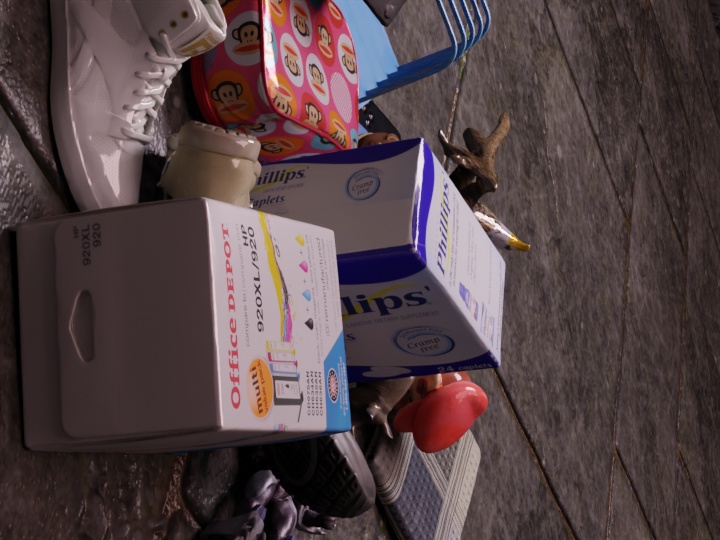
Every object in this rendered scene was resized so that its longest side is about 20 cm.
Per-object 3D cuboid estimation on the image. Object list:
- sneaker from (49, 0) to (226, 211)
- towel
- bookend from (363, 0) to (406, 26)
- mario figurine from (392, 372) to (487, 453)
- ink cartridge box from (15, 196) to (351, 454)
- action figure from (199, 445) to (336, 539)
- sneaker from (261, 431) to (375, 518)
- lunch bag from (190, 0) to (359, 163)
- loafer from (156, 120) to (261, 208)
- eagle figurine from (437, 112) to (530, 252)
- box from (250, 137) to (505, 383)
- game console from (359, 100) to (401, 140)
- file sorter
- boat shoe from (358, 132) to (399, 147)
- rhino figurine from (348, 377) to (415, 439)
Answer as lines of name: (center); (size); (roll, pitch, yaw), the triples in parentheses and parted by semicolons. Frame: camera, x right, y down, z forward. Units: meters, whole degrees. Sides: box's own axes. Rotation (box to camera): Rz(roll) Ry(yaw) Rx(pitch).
sneaker: (-0.146, -0.134, 1.201); (0.074, 0.114, 0.202); (4, 80, -70)
towel: (0.058, 0.184, 1.719); (0.194, 0.034, 0.201); (64, 29, -31)
bookend: (-0.009, -0.333, 1.505); (0.199, 0.199, 0.092); (-55, 137, -10)
mario figurine: (0.050, 0.074, 1.645); (0.122, 0.106, 0.202); (10, 61, -26)
ink cartridge box: (-0.113, 0.042, 1.171); (0.200, 0.143, 0.149); (12, 71, -66)
action figure: (-0.065, 0.171, 1.352); (0.131, 0.069, 0.201); (55, 27, -26)
sneaker: (-0.043, 0.089, 1.310); (0.090, 0.076, 0.201); (-21, 73, -48)
lunch bag: (-0.066, -0.182, 1.462); (0.200, 0.081, 0.178); (32, 52, -62)
loafer: (-0.112, -0.060, 1.268); (0.200, 0.075, 0.069); (127, -20, -84)
eagle figurine: (0.096, -0.037, 1.773); (0.151, 0.151, 0.201); (-19, 144, -38)
box: (0.000, 0.000, 1.424); (0.200, 0.182, 0.106); (51, 38, -51)
game console: (0.010, -0.065, 1.680); (0.177, 0.031, 0.202); (34, 52, -62)
file sorter: (0.035, -0.245, 1.639); (0.200, 0.122, 0.140); (-50, 120, -70)
boat shoe: (0.020, -0.077, 1.565); (0.200, 0.067, 0.073); (-62, 137, -68)
rhino figurine: (0.014, 0.072, 1.539); (0.060, 0.087, 0.201); (54, 49, -53)
